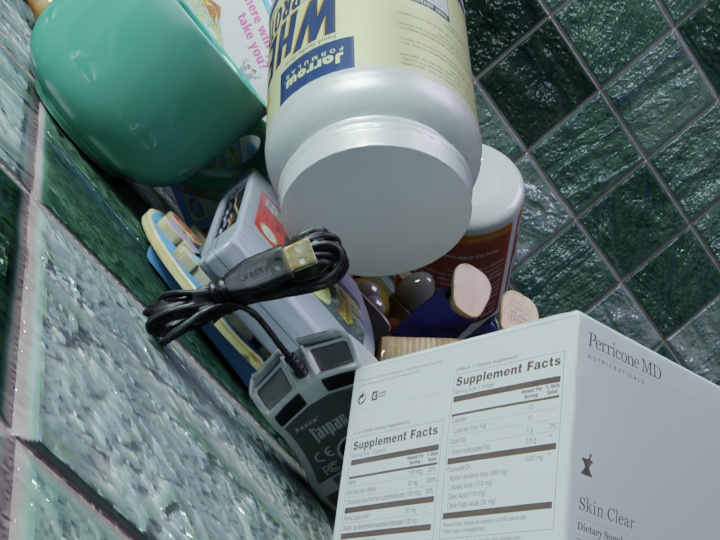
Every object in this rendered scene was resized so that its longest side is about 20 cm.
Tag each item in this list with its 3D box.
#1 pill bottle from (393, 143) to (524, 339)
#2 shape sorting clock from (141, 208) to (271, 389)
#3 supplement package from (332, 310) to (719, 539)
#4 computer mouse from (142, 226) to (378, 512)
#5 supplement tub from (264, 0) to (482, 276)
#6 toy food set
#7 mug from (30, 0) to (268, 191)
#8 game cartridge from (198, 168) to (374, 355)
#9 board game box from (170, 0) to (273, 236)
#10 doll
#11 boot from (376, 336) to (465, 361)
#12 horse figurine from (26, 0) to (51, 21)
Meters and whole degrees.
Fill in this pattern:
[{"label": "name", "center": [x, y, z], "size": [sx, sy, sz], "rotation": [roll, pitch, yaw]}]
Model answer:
[{"label": "pill bottle", "center": [0.087, -0.013, 1.114], "size": [0.112, 0.111, 0.201], "rotation": [53, -26, 35]}, {"label": "shape sorting clock", "center": [-0.070, 0.032, 0.791], "size": [0.200, 0.039, 0.200], "rotation": [51, 3, -4]}, {"label": "supplement package", "center": [0.112, 0.118, 0.609], "size": [0.199, 0.155, 0.112], "rotation": [25, 61, -35]}, {"label": "computer mouse", "center": [-0.025, 0.065, 0.661], "size": [0.201, 0.109, 0.044], "rotation": [59, 4, -34]}, {"label": "supplement tub", "center": [0.007, -0.112, 0.808], "size": [0.145, 0.144, 0.201], "rotation": [47, 30, -43]}, {"label": "toy food set", "center": [0.000, 0.000, 0.985], "size": [0.143, 0.060, 0.200], "rotation": [45, 11, 14]}, {"label": "mug", "center": [-0.144, -0.122, 0.827], "size": [0.185, 0.114, 0.152], "rotation": [51, 3, -6]}, {"label": "game cartridge", "center": [-0.044, 0.009, 0.779], "size": [0.133, 0.041, 0.200], "rotation": [53, 9, -15]}, {"label": "board game box", "center": [-0.110, -0.146, 0.936], "size": [0.202, 0.134, 0.034], "rotation": [67, 12, 6]}, {"label": "doll", "center": [0.047, 0.078, 0.862], "size": [0.136, 0.200, 0.049], "rotation": [28, 47, -15]}, {"label": "boot", "center": [0.079, 0.107, 0.782], "size": [0.153, 0.074, 0.200], "rotation": [9, -22, -1]}, {"label": "horse figurine", "center": [-0.213, -0.208, 0.999], "size": [0.200, 0.133, 0.050], "rotation": [42, -18, -23]}]
